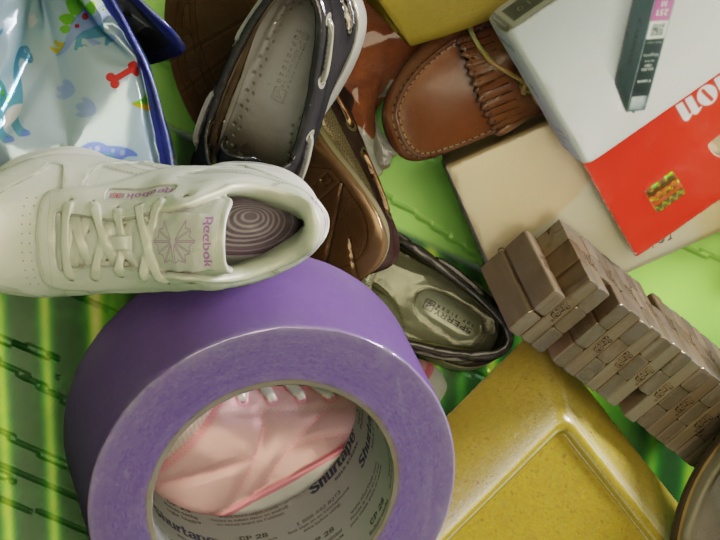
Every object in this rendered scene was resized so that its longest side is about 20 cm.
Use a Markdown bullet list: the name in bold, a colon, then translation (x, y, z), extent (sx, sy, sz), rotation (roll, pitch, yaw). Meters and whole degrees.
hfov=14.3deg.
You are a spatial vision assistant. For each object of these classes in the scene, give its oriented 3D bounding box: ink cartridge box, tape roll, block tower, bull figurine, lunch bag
- **ink cartridge box**: translation (0.195, -0.121, 1.561), extent (0.199, 0.044, 0.174), rotation (-34, 114, -2)
- **tape roll**: translation (-0.055, 0.097, 1.529), extent (0.198, 0.085, 0.201), rotation (-7, 119, -13)
- **block tower**: translation (0.155, 0.045, 1.630), extent (0.054, 0.058, 0.200), rotation (-40, 132, 17)
- **bull figurine**: translation (0.014, -0.122, 1.655), extent (0.199, 0.065, 0.122), rotation (-24, 100, -6)
- **lunch bag**: translation (-0.166, -0.099, 1.558), extent (0.127, 0.170, 0.202), rotation (-12, 93, -12)

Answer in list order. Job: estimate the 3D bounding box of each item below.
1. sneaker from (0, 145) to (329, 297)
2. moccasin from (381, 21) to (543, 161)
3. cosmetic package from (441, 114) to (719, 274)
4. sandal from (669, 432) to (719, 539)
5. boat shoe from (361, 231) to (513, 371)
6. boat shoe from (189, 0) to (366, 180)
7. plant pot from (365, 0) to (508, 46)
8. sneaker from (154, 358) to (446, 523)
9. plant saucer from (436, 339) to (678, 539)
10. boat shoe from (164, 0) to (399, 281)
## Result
- **sneaker**: translation (-0.112, -0.025, 1.437), extent (0.198, 0.100, 0.075), rotation (-5, 97, -11)
- **moccasin**: translation (0.103, -0.118, 1.607), extent (0.200, 0.078, 0.074), rotation (-22, 107, -17)
- **cosmetic package**: translation (0.156, -0.059, 1.654), extent (0.199, 0.071, 0.106), rotation (-25, 97, 3)
- **sandal**: translation (0.236, 0.118, 1.637), extent (0.080, 0.054, 0.201), rotation (17, 101, -42)
- **boat shoe**: translation (0.000, 0.001, 1.646), extent (0.200, 0.066, 0.072), rotation (24, 81, -12)
- **boat shoe**: translation (-0.056, -0.064, 1.524), extent (0.074, 0.060, 0.201), rotation (29, 102, 14)
- **plant pot**: translation (0.038, -0.246, 1.576), extent (0.176, 0.200, 0.200), rotation (-39, 132, 0)
- **sneaker**: translation (-0.054, 0.078, 1.627), extent (0.199, 0.075, 0.105), rotation (-29, 99, -7)
- **plant saucer**: translation (0.099, 0.175, 1.647), extent (0.200, 0.048, 0.200), rotation (-44, 112, -11)
- **boat shoe**: translation (-0.039, -0.084, 1.589), extent (0.072, 0.072, 0.201), rotation (-37, 80, 21)
